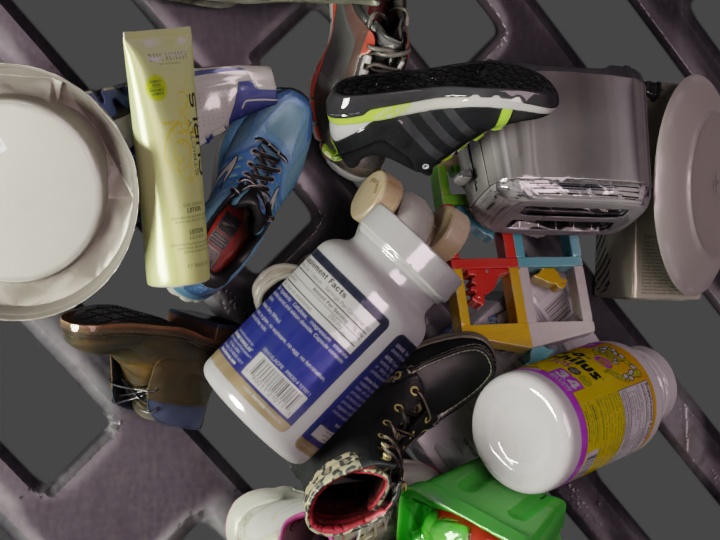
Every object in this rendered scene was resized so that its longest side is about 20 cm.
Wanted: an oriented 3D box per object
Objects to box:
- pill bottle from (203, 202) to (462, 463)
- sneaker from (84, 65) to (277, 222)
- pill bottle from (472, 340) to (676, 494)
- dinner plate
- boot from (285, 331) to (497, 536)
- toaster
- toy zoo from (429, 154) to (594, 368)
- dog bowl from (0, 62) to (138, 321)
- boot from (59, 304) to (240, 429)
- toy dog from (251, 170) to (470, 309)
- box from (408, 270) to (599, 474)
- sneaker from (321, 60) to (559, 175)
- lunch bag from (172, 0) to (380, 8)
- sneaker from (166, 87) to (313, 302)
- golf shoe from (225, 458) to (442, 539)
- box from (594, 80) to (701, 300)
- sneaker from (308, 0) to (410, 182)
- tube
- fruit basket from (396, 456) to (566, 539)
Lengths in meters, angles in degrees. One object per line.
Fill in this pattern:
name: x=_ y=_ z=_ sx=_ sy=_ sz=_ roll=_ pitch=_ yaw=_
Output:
pill bottle: x=-0.020 y=0.048 z=1.397 sx=0.200 sy=0.116 sz=0.116 roll=-45 pitch=108 yaw=-1
sneaker: x=-0.165 y=-0.102 z=1.425 sx=0.199 sy=0.081 sz=0.116 roll=-14 pitch=101 yaw=-16
pill bottle: x=0.192 y=0.119 z=1.500 sx=0.200 sy=0.104 sz=0.105 roll=-14 pitch=98 yaw=-49
dinner plate: x=0.311 y=-0.077 z=1.574 sx=0.200 sy=0.024 sz=0.201 roll=-7 pitch=98 yaw=-60
boot: x=0.032 y=0.136 z=1.435 sx=0.203 sy=0.154 sz=0.074 roll=-27 pitch=111 yaw=3
toaster: x=0.175 y=-0.105 z=1.522 sx=0.199 sy=0.114 sz=0.130 roll=1 pitch=73 yaw=-17
toy zoo: x=0.136 y=-0.007 z=1.546 sx=0.131 sy=0.020 sz=0.201 roll=-1 pitch=71 yaw=-21
dog bowl: x=-0.268 y=-0.065 z=1.347 sx=0.199 sy=0.059 sz=0.201 roll=0 pitch=103 yaw=-2
boot: x=-0.171 y=0.081 z=1.391 sx=0.200 sy=0.075 sz=0.097 roll=7 pitch=98 yaw=-56
toy dog: x=0.000 y=0.000 z=1.503 sx=0.200 sy=0.096 sz=0.132 roll=-38 pitch=109 yaw=-3
box: x=0.131 y=0.111 z=1.576 sx=0.200 sy=0.041 sz=0.156 roll=-41 pitch=106 yaw=-19
sneaker: x=0.067 y=-0.123 z=1.452 sx=0.199 sy=0.072 sz=0.083 roll=-2 pitch=116 yaw=9
lunch bag: x=-0.082 y=-0.303 z=1.425 sx=0.199 sy=0.118 sz=0.165 roll=1 pitch=88 yaw=4
sneaker: x=-0.088 y=-0.061 z=1.447 sx=0.078 sy=0.090 sz=0.201 roll=31 pitch=78 yaw=-22
golf shoe: x=-0.011 y=0.215 z=1.481 sx=0.199 sy=0.091 sz=0.076 roll=-13 pitch=106 yaw=-19
box: x=0.269 y=-0.072 z=1.619 sx=0.082 sy=0.068 sz=0.201 roll=3 pitch=90 yaw=-25
sneaker: x=0.005 y=-0.177 z=1.490 sx=0.077 sy=0.082 sz=0.201 roll=1 pitch=91 yaw=-24
tube: x=-0.150 y=-0.088 z=1.360 sx=0.052 sy=0.058 sz=0.201 roll=-5 pitch=98 yaw=-5
fruit basket: x=0.067 y=0.279 z=1.463 sx=0.216 sy=0.155 sz=0.216 roll=-40 pitch=144 yaw=-37
